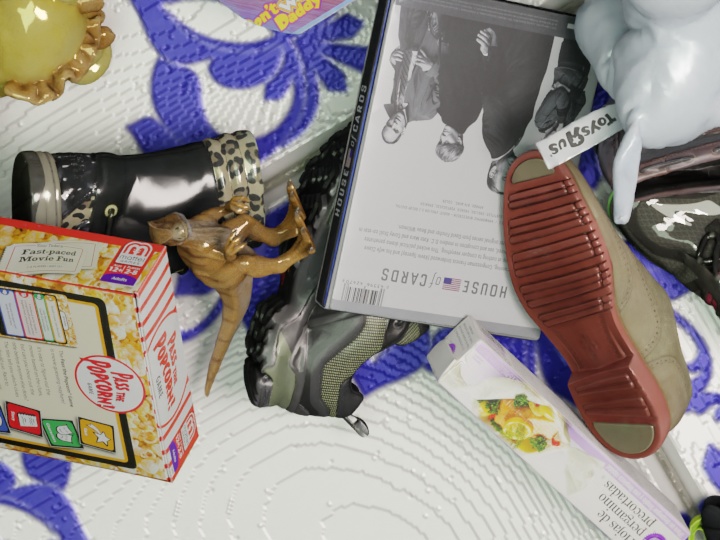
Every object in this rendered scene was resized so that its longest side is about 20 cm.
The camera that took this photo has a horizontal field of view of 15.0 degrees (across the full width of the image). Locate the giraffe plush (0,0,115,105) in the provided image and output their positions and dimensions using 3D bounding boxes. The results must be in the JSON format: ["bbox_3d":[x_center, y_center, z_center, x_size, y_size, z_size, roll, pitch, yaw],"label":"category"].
[{"bbox_3d":[-0.238,-0.143,1.652,0.162,0.173,0.201,-32,92,-6],"label":"giraffe plush"}]

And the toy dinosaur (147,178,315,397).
[{"bbox_3d":[-0.079,-0.005,1.650,0.106,0.200,0.061,-22,61,2],"label":"toy dinosaur"}]

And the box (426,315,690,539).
[{"bbox_3d":[0.123,0.108,1.682,0.039,0.041,0.200,-43,113,11],"label":"box"}]

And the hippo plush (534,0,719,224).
[{"bbox_3d":[0.174,-0.166,1.556,0.199,0.159,0.162,-28,133,-18],"label":"hippo plush"}]

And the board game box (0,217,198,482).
[{"bbox_3d":[-0.203,0.041,1.619,0.199,0.046,0.152,10,133,18],"label":"board game box"}]

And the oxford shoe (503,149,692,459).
[{"bbox_3d":[0.146,0.012,1.670,0.070,0.075,0.201,-8,109,40],"label":"oxford shoe"}]

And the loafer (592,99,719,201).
[{"bbox_3d":[0.237,-0.066,1.632,0.198,0.063,0.072,-1,142,-8],"label":"loafer"}]

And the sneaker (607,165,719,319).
[{"bbox_3d":[0.238,0.003,1.655,0.199,0.084,0.077,36,102,2],"label":"sneaker"}]

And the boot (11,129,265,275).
[{"bbox_3d":[-0.135,0.004,1.696,0.153,0.074,0.205,-11,130,-16],"label":"boot"}]

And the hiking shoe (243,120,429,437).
[{"bbox_3d":[0.000,0.000,1.697,0.100,0.076,0.201,19,101,-19],"label":"hiking shoe"}]

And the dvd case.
[{"bbox_3d":[0.062,-0.065,1.653,0.149,0.025,0.201,9,99,-25],"label":"dvd case"}]

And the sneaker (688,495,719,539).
[{"bbox_3d":[0.291,0.125,1.682,0.199,0.072,0.083,-36,95,11],"label":"sneaker"}]

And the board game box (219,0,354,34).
[{"bbox_3d":[-0.024,-0.239,1.618,0.199,0.039,0.159,-30,65,12],"label":"board game box"}]
